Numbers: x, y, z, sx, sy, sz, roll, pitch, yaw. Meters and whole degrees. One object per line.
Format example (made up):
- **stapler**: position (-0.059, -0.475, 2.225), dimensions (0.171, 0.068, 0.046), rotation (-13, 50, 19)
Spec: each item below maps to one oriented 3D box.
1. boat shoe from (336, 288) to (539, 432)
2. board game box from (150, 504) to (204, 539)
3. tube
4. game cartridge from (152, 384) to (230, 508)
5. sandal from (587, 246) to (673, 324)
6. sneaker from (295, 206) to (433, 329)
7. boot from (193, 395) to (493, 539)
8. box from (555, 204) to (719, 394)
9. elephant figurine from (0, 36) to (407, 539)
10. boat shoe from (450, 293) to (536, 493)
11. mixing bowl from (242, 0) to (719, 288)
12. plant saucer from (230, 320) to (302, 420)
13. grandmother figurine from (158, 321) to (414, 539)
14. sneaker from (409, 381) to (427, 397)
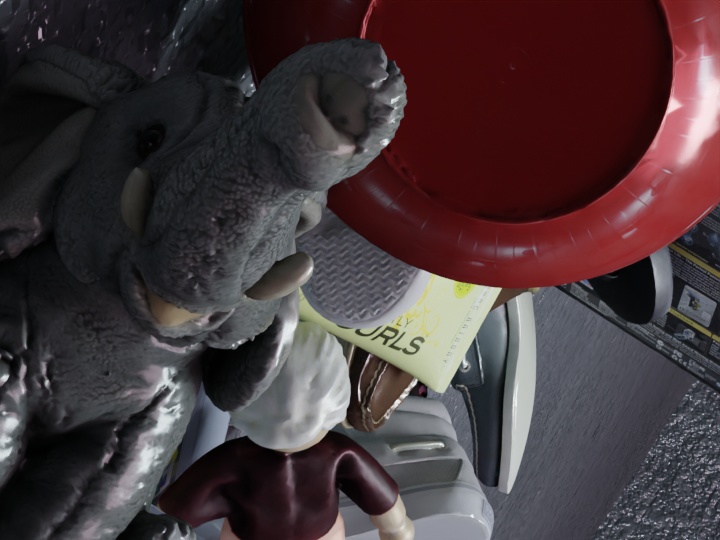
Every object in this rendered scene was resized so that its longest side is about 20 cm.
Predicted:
- **boat shoe**: position (0.052, -0.008, 0.839), dimensions (0.203, 0.074, 0.075), rotation (-63, 158, -12)
- **board game box**: position (-0.037, 0.163, 0.658), dimensions (0.041, 0.199, 0.200), rotation (-53, 162, -21)
- **tube**: position (0.000, 0.000, 0.742), dimensions (0.058, 0.052, 0.199), rotation (-24, 152, 29)
- **game cartridge**: position (-0.116, 0.095, 0.722), dimensions (0.200, 0.041, 0.134), rotation (-44, 153, -46)
- **sandal**: position (0.106, -0.054, 0.937), dimensions (0.043, 0.201, 0.076), rotation (-36, -163, -21)
- **sneaker**: position (0.019, -0.079, 0.685), dimensions (0.105, 0.075, 0.202), rotation (-10, 108, -77)
- **boot**: position (-0.038, 0.117, 0.871), dimensions (0.198, 0.096, 0.074), rotation (-6, 132, -13)
- **box**: position (0.186, -0.015, 0.979), dimensions (0.049, 0.199, 0.162), rotation (-44, 156, -29)
- **elephant figurine**: position (-0.063, -0.002, 0.507), dimensions (0.201, 0.155, 0.141), rotation (-55, 151, 12)
- **boat shoe**: position (0.068, 0.032, 1.006), dimensions (0.073, 0.061, 0.202), rotation (-50, 140, -67)
- **mixing bowl**: position (0.049, -0.075, 0.556), dimensions (0.108, 0.199, 0.201), rotation (-67, -178, -72)
- **plant saucer**: position (-0.002, 0.001, 0.897), dimensions (0.201, 0.039, 0.202), rotation (-53, 163, -24)
- **grandmother figurine**: position (-0.037, 0.106, 0.757), dimensions (0.120, 0.061, 0.201), rotation (-10, 131, -20)
- **sneaker**: position (0.013, 0.105, 1.026), dimensions (0.201, 0.095, 0.079), rotation (-58, 162, -13)
